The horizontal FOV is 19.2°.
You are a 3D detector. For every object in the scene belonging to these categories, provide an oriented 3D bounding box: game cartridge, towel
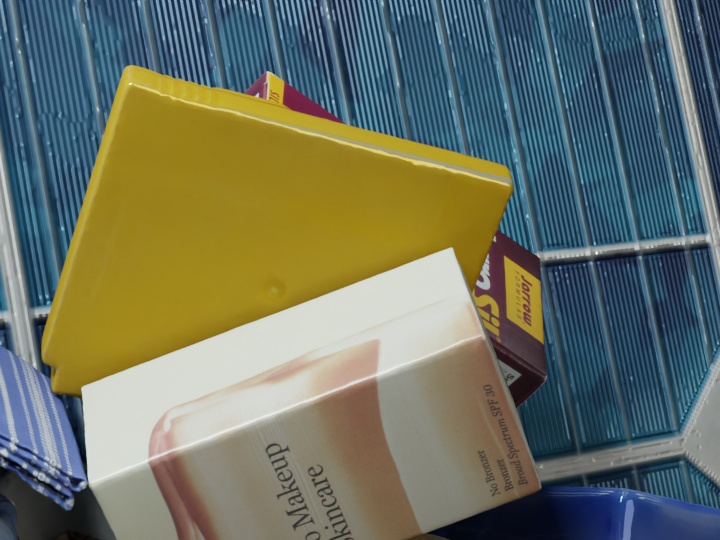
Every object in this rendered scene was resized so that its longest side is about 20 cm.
[{"bbox_3d":[-0.045,0.003,1.062,0.199,0.177,0.032,15,25,-13],"label":"game cartridge"},{"bbox_3d":[-0.223,0.036,1.003,0.200,0.145,0.024,33,99,-23],"label":"towel"}]

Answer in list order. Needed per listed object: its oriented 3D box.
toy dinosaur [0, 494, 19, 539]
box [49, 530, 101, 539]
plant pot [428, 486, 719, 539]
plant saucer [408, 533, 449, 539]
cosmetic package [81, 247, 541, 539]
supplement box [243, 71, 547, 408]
[{"bbox_3d":[-0.196,0.146,1.043,0.200,0.105,0.182,49,34,-58],"label":"toy dinosaur"},{"bbox_3d":[-0.085,0.223,1.010,0.021,0.163,0.201,-25,98,-21],"label":"box"},{"bbox_3d":[0.147,0.221,1.160,0.199,0.200,0.181,14,78,-30],"label":"plant pot"},{"bbox_3d":[0.011,0.229,1.046,0.199,0.035,0.201,-1,83,12],"label":"plant saucer"},{"bbox_3d":[-0.025,0.082,1.038,0.199,0.087,0.104,-22,121,4],"label":"cosmetic package"},{"bbox_3d":[0.000,0.000,1.153,0.200,0.086,0.111,33,32,-23],"label":"supplement box"}]
